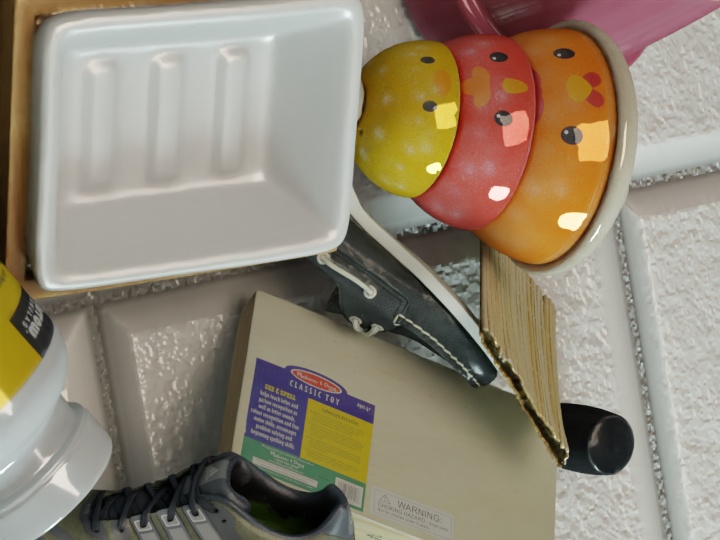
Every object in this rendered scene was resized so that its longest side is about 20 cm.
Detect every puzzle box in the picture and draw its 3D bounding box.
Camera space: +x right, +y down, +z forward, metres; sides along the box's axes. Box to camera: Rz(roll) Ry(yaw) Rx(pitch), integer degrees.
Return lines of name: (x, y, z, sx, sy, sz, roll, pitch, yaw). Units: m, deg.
puzzle box: (0.018, 0.099, 1.438, 0.199, 0.025, 0.134, 23, 44, -15)

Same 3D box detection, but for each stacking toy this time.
stacking toy: (0.041, -0.079, 1.435, 0.199, 0.146, 0.147, 8, 82, -28)

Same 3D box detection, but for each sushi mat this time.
sushi mat: (0.093, 0.030, 1.499, 0.096, 0.012, 0.200, 57, 15, -19)

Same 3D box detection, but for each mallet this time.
mallet: (0.069, 0.132, 1.547, 0.199, 0.066, 0.041, -24, 107, -21)

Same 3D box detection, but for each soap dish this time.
soap dish: (-0.097, -0.076, 1.314, 0.199, 0.081, 0.159, -9, 114, -33)

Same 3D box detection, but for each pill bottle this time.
pill bottle: (-0.210, 0.036, 1.231, 0.200, 0.112, 0.112, 51, 59, -21)

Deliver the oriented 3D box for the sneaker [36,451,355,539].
sneaker: (-0.094, 0.129, 1.348, 0.198, 0.074, 0.081, 8, 123, -9)

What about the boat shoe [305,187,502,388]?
boat shoe: (0.000, 0.000, 1.458, 0.060, 0.076, 0.200, -44, 90, -2)

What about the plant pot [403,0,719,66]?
plant pot: (0.146, -0.211, 1.537, 0.199, 0.178, 0.202, 4, 84, -38)
